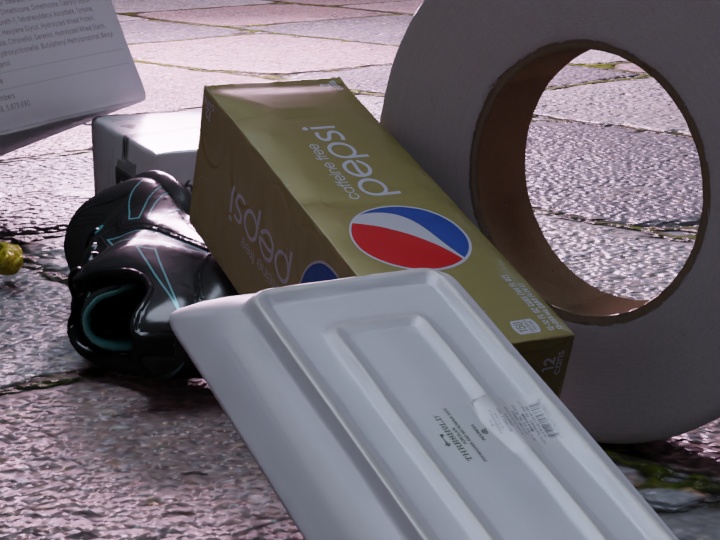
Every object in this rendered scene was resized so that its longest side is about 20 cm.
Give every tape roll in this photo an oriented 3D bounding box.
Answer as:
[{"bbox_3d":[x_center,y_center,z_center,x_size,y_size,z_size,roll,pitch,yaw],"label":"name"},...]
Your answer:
[{"bbox_3d":[0.093,-0.035,0.685,0.202,0.204,0.037,10,17,39],"label":"tape roll"}]

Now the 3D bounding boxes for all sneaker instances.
[{"bbox_3d":[-0.100,0.002,0.809,0.079,0.076,0.200,-10,15,-29],"label":"sneaker"}]

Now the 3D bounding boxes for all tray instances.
[{"bbox_3d":[0.029,0.055,0.522,0.107,0.022,0.200,-7,37,-28],"label":"tray"}]

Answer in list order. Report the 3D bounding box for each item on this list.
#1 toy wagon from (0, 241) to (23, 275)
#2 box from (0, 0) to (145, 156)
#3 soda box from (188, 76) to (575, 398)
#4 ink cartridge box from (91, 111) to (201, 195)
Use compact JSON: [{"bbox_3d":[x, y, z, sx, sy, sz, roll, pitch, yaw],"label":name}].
[{"bbox_3d":[-0.271,-0.019,0.917,0.199,0.040,0.155,17,7,-19],"label":"toy wagon"},{"bbox_3d":[-0.275,-0.124,1.103,0.198,0.132,0.200,-17,5,26],"label":"box"},{"bbox_3d":[0.000,0.000,0.686,0.064,0.068,0.200,-7,35,-26],"label":"soda box"},{"bbox_3d":[-0.077,-0.047,1.039,0.115,0.067,0.200,-5,13,-21],"label":"ink cartridge box"}]
